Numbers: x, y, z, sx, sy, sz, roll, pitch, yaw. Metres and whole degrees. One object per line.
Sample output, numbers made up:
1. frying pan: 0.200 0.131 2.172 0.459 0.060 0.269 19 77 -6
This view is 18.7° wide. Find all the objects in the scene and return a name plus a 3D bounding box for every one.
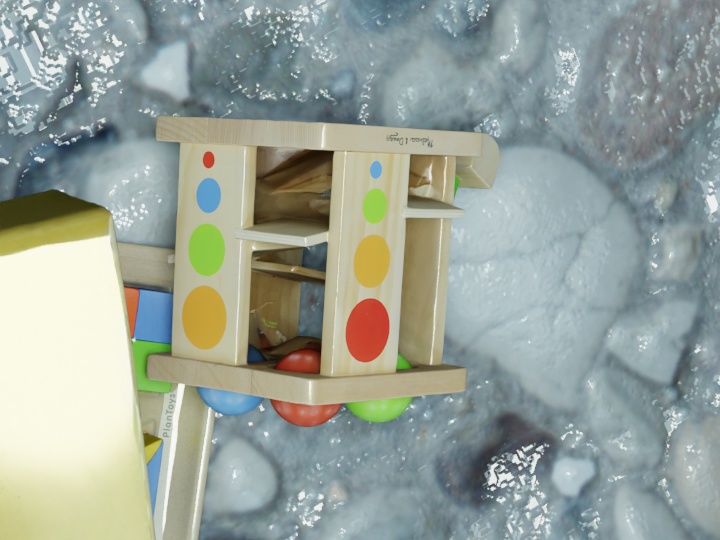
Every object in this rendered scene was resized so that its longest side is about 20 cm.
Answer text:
1. wooden puzzle: -0.169 0.073 1.152 0.199 0.046 0.186 8 91 -24
2. plant pot: -0.214 0.074 1.012 0.199 0.194 0.196 -8 96 -15
3. pounding bench toy: 0.000 0.000 1.175 0.200 0.124 0.157 -1 95 -48
